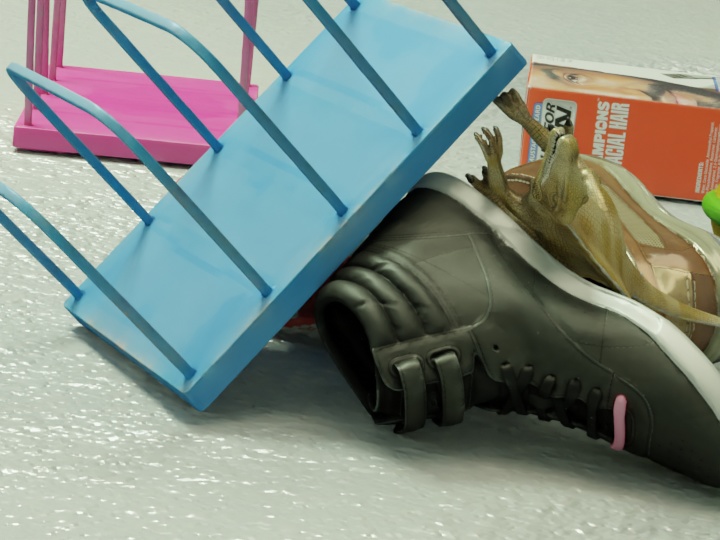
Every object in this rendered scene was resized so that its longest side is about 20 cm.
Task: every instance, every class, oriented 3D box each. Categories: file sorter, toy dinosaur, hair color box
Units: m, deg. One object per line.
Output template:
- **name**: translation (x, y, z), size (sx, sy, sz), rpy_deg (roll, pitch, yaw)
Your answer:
- **file sorter**: translation (-0.129, -0.149, 1.512), size (0.139, 0.126, 0.200), rpy_deg (5, 15, -3)
- **toy dinosaur**: translation (0.093, -0.016, 1.054), size (0.101, 0.058, 0.200), rpy_deg (53, 8, 33)
- **file sorter**: translation (-0.062, -0.070, 1.042), size (0.123, 0.200, 0.139), rpy_deg (49, -11, -31)
- **hair color box**: translation (0.200, -0.085, 1.526), size (0.199, 0.064, 0.111), rpy_deg (6, 16, 3)

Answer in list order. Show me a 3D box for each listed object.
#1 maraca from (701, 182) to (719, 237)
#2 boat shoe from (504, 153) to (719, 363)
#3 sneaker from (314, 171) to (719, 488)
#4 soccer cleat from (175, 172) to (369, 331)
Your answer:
- **maraca**: translation (0.266, -0.016, 1.209), size (0.200, 0.107, 0.137), rpy_deg (13, 16, 22)
- **boat shoe**: translation (0.106, -0.009, 1.193), size (0.072, 0.076, 0.200), rpy_deg (-4, 16, -27)
- **sneaker**: translation (0.064, 0.047, 0.999), size (0.200, 0.071, 0.099), rpy_deg (37, 60, 26)
- **soccer cleat**: translation (0.000, 0.000, 1.140), size (0.200, 0.069, 0.085), rpy_deg (18, 10, 27)
